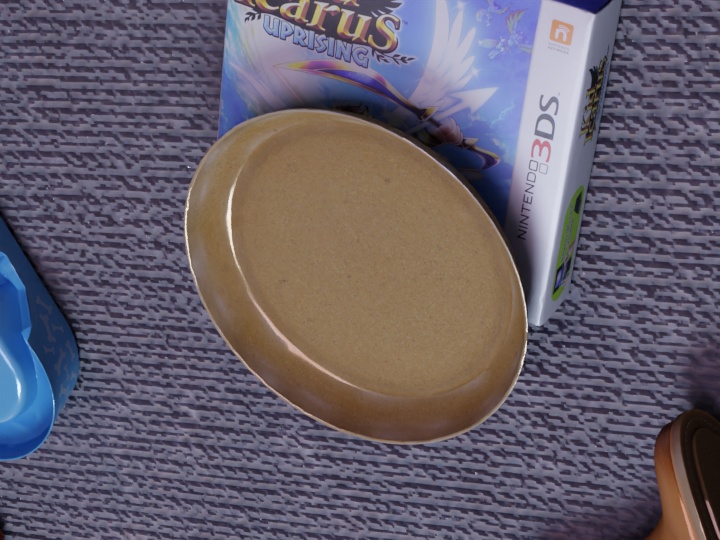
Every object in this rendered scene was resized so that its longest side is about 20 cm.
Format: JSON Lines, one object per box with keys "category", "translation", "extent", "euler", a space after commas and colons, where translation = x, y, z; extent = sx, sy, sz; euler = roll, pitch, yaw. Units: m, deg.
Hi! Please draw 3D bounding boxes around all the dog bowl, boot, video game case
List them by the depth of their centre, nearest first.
{"category": "video game case", "translation": [0.023, -0.086, 1.161], "extent": [0.199, 0.045, 0.183], "euler": [20, 124, 19]}
{"category": "boot", "translation": [0.147, 0.170, 1.225], "extent": [0.154, 0.074, 0.201], "euler": [-5, 112, 36]}
{"category": "dog bowl", "translation": [-0.242, 0.017, 1.368], "extent": [0.111, 0.050, 0.201], "euler": [-22, 105, 37]}

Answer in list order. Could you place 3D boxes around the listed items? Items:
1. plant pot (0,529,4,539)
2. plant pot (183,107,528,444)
{"category": "plant pot", "translation": [-0.343, 0.215, 1.462], "extent": [0.199, 0.200, 0.177], "euler": [38, 116, 5]}
{"category": "plant pot", "translation": [0.000, 0.000, 1.181], "extent": [0.199, 0.028, 0.201], "euler": [16, 128, 21]}
